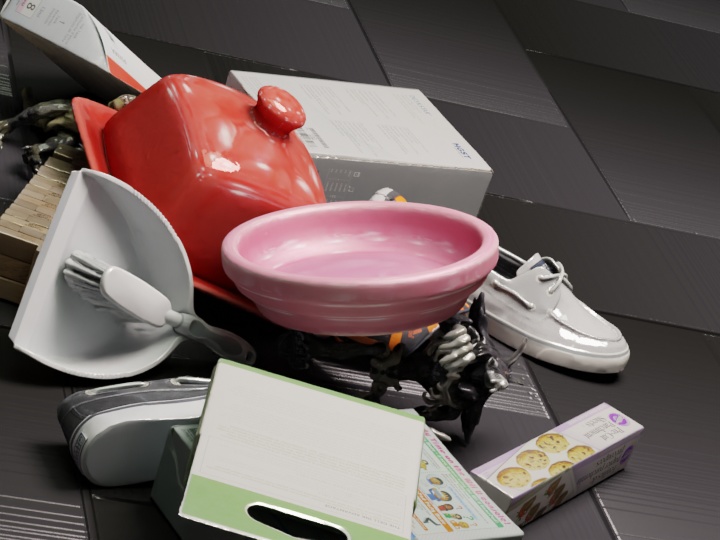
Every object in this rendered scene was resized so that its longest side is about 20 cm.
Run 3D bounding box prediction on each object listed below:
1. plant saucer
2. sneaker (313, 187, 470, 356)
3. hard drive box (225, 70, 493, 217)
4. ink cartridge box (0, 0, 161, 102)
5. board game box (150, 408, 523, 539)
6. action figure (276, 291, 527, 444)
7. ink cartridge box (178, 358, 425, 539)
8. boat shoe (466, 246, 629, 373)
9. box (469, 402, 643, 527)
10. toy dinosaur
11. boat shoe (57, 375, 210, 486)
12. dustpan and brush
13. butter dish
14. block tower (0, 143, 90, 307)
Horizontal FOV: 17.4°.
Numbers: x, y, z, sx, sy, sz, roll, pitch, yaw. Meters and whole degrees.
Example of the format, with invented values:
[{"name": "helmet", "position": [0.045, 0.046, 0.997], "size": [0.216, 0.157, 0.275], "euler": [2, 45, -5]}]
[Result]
[{"name": "plant saucer", "position": [0.000, 0.000, 1.687], "size": [0.199, 0.051, 0.201], "euler": [-1, 17, 0]}, {"name": "sneaker", "position": [0.034, 0.014, 1.877], "size": [0.111, 0.078, 0.200], "euler": [23, 36, -1]}, {"name": "hard drive box", "position": [-0.009, -0.100, 2.056], "size": [0.199, 0.077, 0.156], "euler": [3, 30, -30]}, {"name": "ink cartridge box", "position": [-0.189, -0.163, 1.990], "size": [0.199, 0.057, 0.163], "euler": [24, -8, 29]}, {"name": "board game box", "position": [-0.015, 0.160, 1.545], "size": [0.199, 0.065, 0.148], "euler": [-1, 33, -35]}, {"name": "action figure", "position": [0.043, 0.082, 1.693], "size": [0.198, 0.120, 0.102], "euler": [-2, 22, -21]}, {"name": "ink cartridge box", "position": [-0.037, 0.135, 1.453], "size": [0.144, 0.048, 0.200], "euler": [17, 27, -3]}, {"name": "boat shoe", "position": [0.135, 0.017, 1.933], "size": [0.199, 0.069, 0.072], "euler": [29, 26, 19]}, {"name": "box", "position": [0.139, 0.144, 1.715], "size": [0.041, 0.039, 0.199], "euler": [33, 28, 25]}, {"name": "toy dinosaur", "position": [-0.255, -0.120, 1.941], "size": [0.088, 0.048, 0.199], "euler": [-31, 25, -31]}, {"name": "boat shoe", "position": [-0.109, 0.102, 1.594], "size": [0.199, 0.072, 0.068], "euler": [-4, 35, -28]}, {"name": "dustpan and brush", "position": [-0.149, 0.028, 1.688], "size": [0.057, 0.141, 0.200], "euler": [11, -14, 37]}, {"name": "butter dish", "position": [-0.099, -0.080, 1.809], "size": [0.199, 0.148, 0.201], "euler": [26, 28, -37]}, {"name": "block tower", "position": [-0.235, -0.035, 1.791], "size": [0.057, 0.054, 0.200], "euler": [18, 24, 0]}]
